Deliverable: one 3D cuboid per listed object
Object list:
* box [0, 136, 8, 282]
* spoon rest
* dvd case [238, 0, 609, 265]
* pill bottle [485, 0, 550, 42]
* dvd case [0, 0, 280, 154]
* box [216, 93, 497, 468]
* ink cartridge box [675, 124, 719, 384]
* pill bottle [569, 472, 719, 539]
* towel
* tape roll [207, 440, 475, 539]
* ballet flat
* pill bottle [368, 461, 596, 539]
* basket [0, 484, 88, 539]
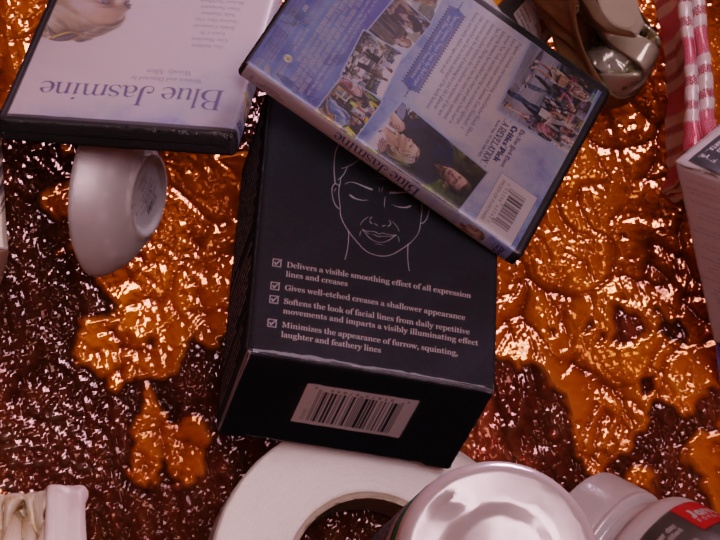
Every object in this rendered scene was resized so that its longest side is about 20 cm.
[{"bbox_3d":[-0.255,-0.094,1.318,0.068,0.082,0.201,-2,74,-14],"label":"box"},{"bbox_3d":[-0.140,-0.084,1.346,0.060,0.100,0.201,9,53,20],"label":"spoon rest"},{"bbox_3d":[0.042,-0.113,1.297,0.199,0.018,0.143,34,58,-5],"label":"dvd case"},{"bbox_3d":[0.081,-0.190,1.409,0.116,0.116,0.200,40,67,2],"label":"pill bottle"},{"bbox_3d":[-0.128,-0.143,1.322,0.142,0.018,0.201,4,43,7],"label":"dvd case"},{"bbox_3d":[0.000,0.000,1.312,0.147,0.107,0.201,10,58,-9],"label":"box"},{"bbox_3d":[0.294,-0.045,1.378,0.198,0.201,0.043,-39,45,-21],"label":"ink cartridge box"},{"bbox_3d":[0.203,0.203,1.266,0.199,0.114,0.114,28,63,34],"label":"pill bottle"},{"bbox_3d":[0.205,-0.156,1.401,0.030,0.146,0.201,-5,78,4],"label":"towel"},{"bbox_3d":[0.004,0.190,1.307,0.201,0.037,0.204,4,71,-11],"label":"tape roll"},{"bbox_3d":[0.156,-0.151,1.377,0.063,0.200,0.069,27,81,34],"label":"ballet flat"},{"bbox_3d":[0.052,0.181,1.193,0.112,0.200,0.114,4,71,-12],"label":"pill bottle"},{"bbox_3d":[-0.214,0.226,1.194,0.122,0.136,0.201,3,71,-8],"label":"basket"}]
